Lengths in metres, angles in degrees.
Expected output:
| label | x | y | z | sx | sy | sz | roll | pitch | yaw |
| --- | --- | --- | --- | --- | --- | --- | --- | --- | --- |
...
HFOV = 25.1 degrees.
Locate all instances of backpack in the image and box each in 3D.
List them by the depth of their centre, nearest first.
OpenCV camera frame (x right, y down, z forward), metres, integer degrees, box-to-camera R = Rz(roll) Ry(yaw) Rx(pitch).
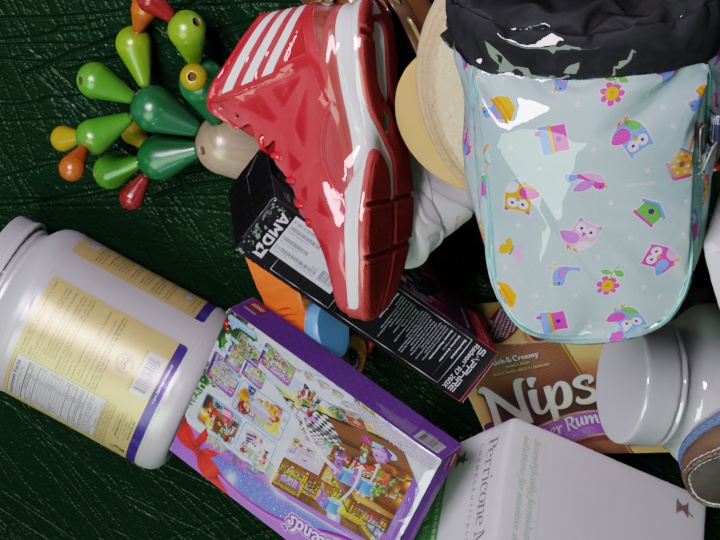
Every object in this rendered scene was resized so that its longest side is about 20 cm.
| label | x | y | z | sx | sy | sz | roll | pitch | yaw |
| --- | --- | --- | --- | --- | --- | --- | --- | --- | --- |
| backpack | 0.122 | -0.063 | 0.889 | 0.166 | 0.127 | 0.201 | 2 | 121 | 12 |

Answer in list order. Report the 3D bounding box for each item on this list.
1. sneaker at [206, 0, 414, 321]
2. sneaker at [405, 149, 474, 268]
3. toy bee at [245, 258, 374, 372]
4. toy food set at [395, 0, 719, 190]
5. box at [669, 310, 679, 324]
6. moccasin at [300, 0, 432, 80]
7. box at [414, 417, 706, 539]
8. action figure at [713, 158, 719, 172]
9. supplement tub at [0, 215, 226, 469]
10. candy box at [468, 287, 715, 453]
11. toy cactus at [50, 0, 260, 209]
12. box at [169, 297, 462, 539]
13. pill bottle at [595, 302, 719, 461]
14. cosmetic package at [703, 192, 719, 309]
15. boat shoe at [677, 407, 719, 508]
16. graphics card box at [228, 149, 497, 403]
| label | x | y | z | sx | sy | sz | roll | pitch | yaw |
| --- | --- | --- | --- | --- | --- | --- | --- | --- | --- |
| sneaker | -0.033 | -0.070 | 1.028 | 0.115 | 0.078 | 0.202 | 2 | 96 | 25 |
| sneaker | 0.008 | -0.096 | 1.117 | 0.200 | 0.099 | 0.078 | 52 | 149 | 13 |
| toy bee | -0.037 | 0.049 | 1.267 | 0.130 | 0.109 | 0.201 | 12 | 108 | 25 |
| toy food set | 0.128 | -0.109 | 0.963 | 0.197 | 0.049 | 0.201 | 27 | 121 | 2 |
| box | 0.153 | -0.056 | 1.082 | 0.082 | 0.069 | 0.201 | -5 | 127 | 30 |
| moccasin | -0.001 | -0.164 | 1.051 | 0.073 | 0.078 | 0.202 | -23 | 109 | 42 |
| box | 0.135 | 0.253 | 1.232 | 0.199 | 0.200 | 0.171 | 25 | 148 | -23 |
| action figure | 0.179 | -0.132 | 1.004 | 0.052 | 0.065 | 0.201 | 12 | 140 | 48 |
| supplement tub | -0.218 | 0.056 | 1.318 | 0.199 | 0.146 | 0.146 | 28 | 136 | 1 |
| candy box | 0.176 | 0.078 | 1.201 | 0.199 | 0.057 | 0.117 | -5 | 127 | 29 |
| toy cactus | -0.132 | -0.106 | 1.177 | 0.164 | 0.103 | 0.200 | 26 | 128 | -10 |
| box | -0.037 | 0.131 | 1.202 | 0.199 | 0.039 | 0.137 | 35 | 117 | 18 |
| pill bottle | 0.262 | 0.080 | 1.065 | 0.199 | 0.112 | 0.111 | 5 | 138 | -15 |
| cosmetic package | 0.313 | -0.018 | 0.939 | 0.164 | 0.200 | 0.166 | -3 | 129 | 29 |
| boat shoe | 0.259 | 0.108 | 0.885 | 0.199 | 0.073 | 0.072 | -17 | 122 | 38 |
| graphics card box | 0.000 | 0.000 | 1.140 | 0.199 | 0.126 | 0.051 | 34 | 105 | -17 |
